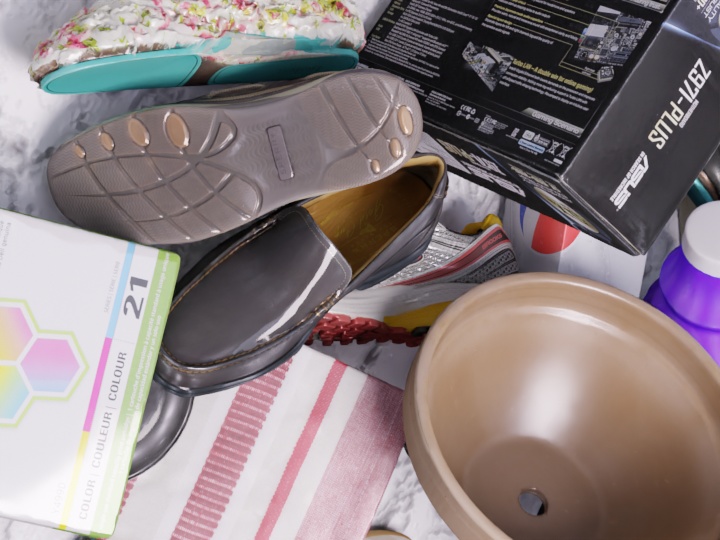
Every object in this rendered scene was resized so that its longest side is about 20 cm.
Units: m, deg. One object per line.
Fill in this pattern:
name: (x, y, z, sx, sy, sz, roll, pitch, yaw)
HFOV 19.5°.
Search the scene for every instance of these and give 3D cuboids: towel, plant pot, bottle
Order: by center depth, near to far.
towel: (-0.082, 0.094, 1.141, 0.200, 0.023, 0.144, 25, 84, -7)
plant pot: (0.109, 0.108, 1.149, 0.200, 0.201, 0.093, -10, 148, -29)
bottle: (0.210, 0.037, 1.279, 0.065, 0.083, 0.200, -37, 150, -24)

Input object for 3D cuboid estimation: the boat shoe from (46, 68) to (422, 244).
boat shoe: (-0.065, -0.061, 1.111, 0.199, 0.073, 0.075, -9, 100, 3)

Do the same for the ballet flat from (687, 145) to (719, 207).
ballet flat: (0.255, -0.019, 1.296, 0.068, 0.068, 0.200, -35, 130, -5)

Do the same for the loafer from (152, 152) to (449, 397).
loafer: (-0.033, -0.006, 1.101, 0.073, 0.072, 0.200, 47, 58, 8)

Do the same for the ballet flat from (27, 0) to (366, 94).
ballet flat: (-0.088, -0.130, 1.106, 0.200, 0.076, 0.064, -7, 77, -35)

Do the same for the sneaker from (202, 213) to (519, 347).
sneaker: (0.000, 0.000, 1.199, 0.199, 0.078, 0.082, 2, 77, -28)

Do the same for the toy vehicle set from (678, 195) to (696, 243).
toy vehicle set: (0.273, 0.017, 1.391, 0.124, 0.026, 0.201, -19, 114, -26)

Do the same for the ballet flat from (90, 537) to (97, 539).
ballet flat: (-0.098, 0.148, 1.182, 0.200, 0.069, 0.069, -48, 123, -12)

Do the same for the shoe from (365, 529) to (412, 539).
shoe: (-0.039, 0.223, 1.243, 0.200, 0.053, 0.070, -30, 118, -21)

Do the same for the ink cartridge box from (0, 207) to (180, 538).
ink cartridge box: (-0.207, 0.039, 1.028, 0.199, 0.076, 0.148, 15, 86, -21)

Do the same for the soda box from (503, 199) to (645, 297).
soda box: (0.131, -0.038, 1.254, 0.068, 0.063, 0.201, 2, 104, -32)

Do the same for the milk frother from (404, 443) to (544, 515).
milk frother: (0.097, 0.183, 1.282, 0.180, 0.200, 0.189, -6, 124, -62)

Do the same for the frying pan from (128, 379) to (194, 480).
frying pan: (-0.179, 0.070, 1.104, 0.190, 0.031, 0.115, -17, 90, -12)

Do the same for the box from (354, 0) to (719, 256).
box: (0.110, -0.121, 1.138, 0.086, 0.200, 0.164, 38, 83, -41)
